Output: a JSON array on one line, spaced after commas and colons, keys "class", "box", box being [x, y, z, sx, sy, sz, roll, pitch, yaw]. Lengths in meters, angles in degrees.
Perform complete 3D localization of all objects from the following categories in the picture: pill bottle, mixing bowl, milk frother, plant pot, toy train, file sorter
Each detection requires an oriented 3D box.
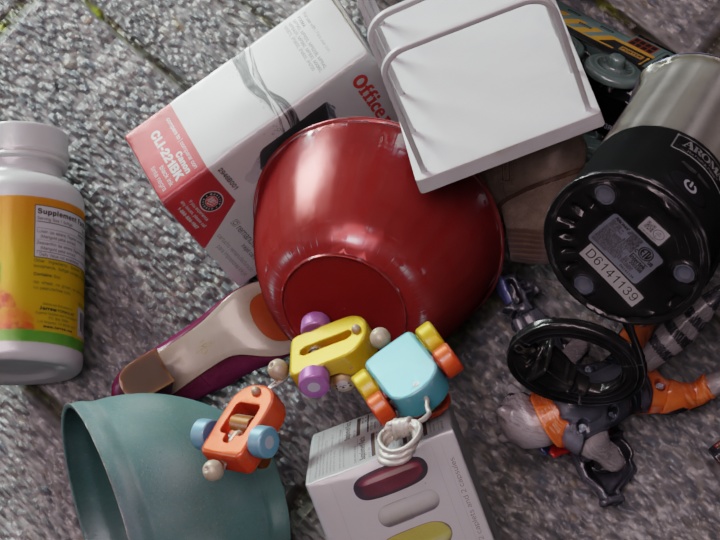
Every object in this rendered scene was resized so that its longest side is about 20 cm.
[{"class": "pill bottle", "box": [-0.281, -0.014, 1.630, 0.110, 0.111, 0.202, -5, 74, 13]}, {"class": "mixing bowl", "box": [0.000, 0.000, 1.482, 0.198, 0.202, 0.109, 3, 35, 15]}, {"class": "milk frother", "box": [0.198, -0.022, 1.421, 0.199, 0.188, 0.181, -21, 108, 37]}, {"class": "plant pot", "box": [-0.134, 0.180, 1.514, 0.133, 0.201, 0.202, -15, 70, -18]}, {"class": "toy train", "box": [0.163, -0.159, 1.556, 0.199, 0.114, 0.086, 30, 125, 25]}, {"class": "toy train", "box": [-0.015, 0.100, 1.387, 0.199, 0.056, 0.151, -1, 48, 37]}, {"class": "file sorter", "box": [0.072, -0.183, 1.427, 0.138, 0.125, 0.201, -21, 42, 7]}]

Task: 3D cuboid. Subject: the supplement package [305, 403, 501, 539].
[{"class": "supplement package", "box": [0.047, 0.207, 1.422, 0.110, 0.156, 0.202, -21, 97, 3]}]

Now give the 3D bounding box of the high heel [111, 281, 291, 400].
[{"class": "high heel", "box": [-0.110, 0.063, 1.608, 0.199, 0.096, 0.068, -20, 78, -14]}]

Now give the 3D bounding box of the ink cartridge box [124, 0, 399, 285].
[{"class": "ink cartridge box", "box": [-0.061, -0.103, 1.570, 0.199, 0.144, 0.084, -36, 53, 3]}]

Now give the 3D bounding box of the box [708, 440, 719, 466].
[{"class": "box", "box": [0.371, 0.127, 1.436, 0.199, 0.038, 0.137, -37, 93, 3]}]

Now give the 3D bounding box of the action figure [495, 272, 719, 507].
[{"class": "action figure", "box": [0.178, 0.062, 1.495, 0.193, 0.105, 0.201, -32, 76, -8]}]

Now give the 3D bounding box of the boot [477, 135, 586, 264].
[{"class": "boot", "box": [0.086, -0.083, 1.531, 0.199, 0.070, 0.148, 4, 106, 32]}]
